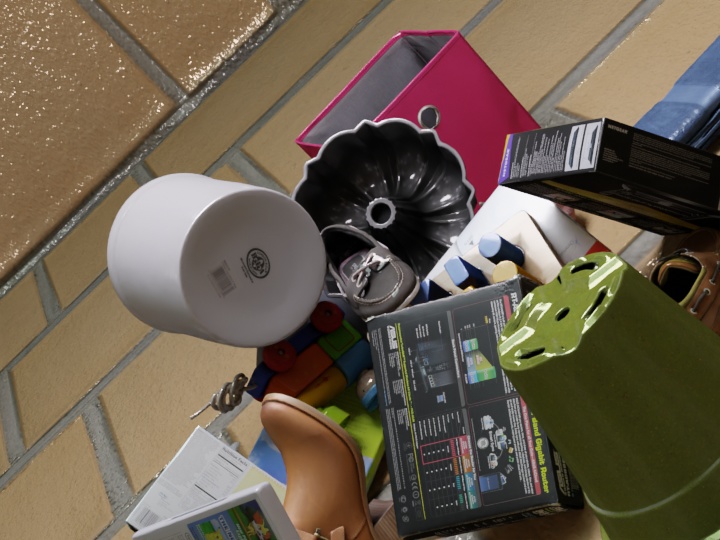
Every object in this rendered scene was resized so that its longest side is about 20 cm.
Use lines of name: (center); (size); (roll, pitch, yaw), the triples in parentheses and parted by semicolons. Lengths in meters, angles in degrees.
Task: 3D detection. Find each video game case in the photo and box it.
video game case: (-0.094, 0.294, 1.540); (0.182, 0.200, 0.022); (-25, 4, 42)

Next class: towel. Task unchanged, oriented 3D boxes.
towel: (0.355, -0.173, 1.831); (0.200, 0.049, 0.112); (-47, 19, -7)

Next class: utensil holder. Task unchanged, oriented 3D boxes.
utensil holder: (-0.144, -0.011, 1.788); (0.170, 0.170, 0.200); (-49, 23, -15)

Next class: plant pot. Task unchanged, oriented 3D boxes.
plant pot: (0.208, 0.091, 1.359); (0.200, 0.190, 0.200); (-38, 19, 16)

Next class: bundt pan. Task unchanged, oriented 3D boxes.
bundt pan: (0.032, -0.053, 1.837); (0.202, 0.202, 0.076); (-41, -18, 9)

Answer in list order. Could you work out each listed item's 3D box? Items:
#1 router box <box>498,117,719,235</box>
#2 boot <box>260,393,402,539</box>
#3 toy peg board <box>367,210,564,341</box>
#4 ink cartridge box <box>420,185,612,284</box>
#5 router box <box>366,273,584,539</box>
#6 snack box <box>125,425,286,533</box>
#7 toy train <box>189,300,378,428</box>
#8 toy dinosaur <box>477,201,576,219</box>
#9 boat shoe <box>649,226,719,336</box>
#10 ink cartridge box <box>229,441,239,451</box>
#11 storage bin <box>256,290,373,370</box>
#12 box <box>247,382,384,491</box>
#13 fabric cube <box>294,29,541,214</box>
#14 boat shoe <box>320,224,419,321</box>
router box: (0.252, -0.083, 1.624); (0.157, 0.200, 0.052); (-4, 73, 61)
boot: (-0.054, 0.223, 1.589); (0.155, 0.200, 0.074); (-45, 6, -29)
toy peg board: (0.104, 0.064, 1.616); (0.200, 0.098, 0.199); (-38, 56, 14)
ink cartridge box: (0.159, 0.019, 1.677); (0.160, 0.047, 0.200); (-51, 43, 6)
router box: (0.096, 0.119, 1.504); (0.150, 0.062, 0.200); (-16, 73, 26)
snack box: (-0.107, 0.249, 1.669); (0.116, 0.200, 0.037); (-52, -15, -16)
toy train: (-0.061, 0.130, 1.761); (0.200, 0.116, 0.085); (-40, -14, -33)
toy dinosaur: (0.186, -0.044, 1.854); (0.136, 0.086, 0.200); (-25, 23, 44)
boat shoe: (0.292, 0.010, 1.543); (0.072, 0.068, 0.200); (-36, 20, 26)
ink cartridge box: (-0.161, 0.285, 1.881); (0.116, 0.067, 0.200); (-36, 21, 24)
storage bin: (-0.027, 0.042, 1.922); (0.134, 0.200, 0.146); (-84, -2, -50)
box: (-0.045, 0.189, 1.779); (0.200, 0.122, 0.048); (-63, -15, -45)
fabric cube: (0.079, -0.147, 2.103); (0.196, 0.199, 0.200); (-46, 19, -9)
boat shoe: (0.000, 0.000, 1.700); (0.067, 0.057, 0.200); (-47, 18, -1)
